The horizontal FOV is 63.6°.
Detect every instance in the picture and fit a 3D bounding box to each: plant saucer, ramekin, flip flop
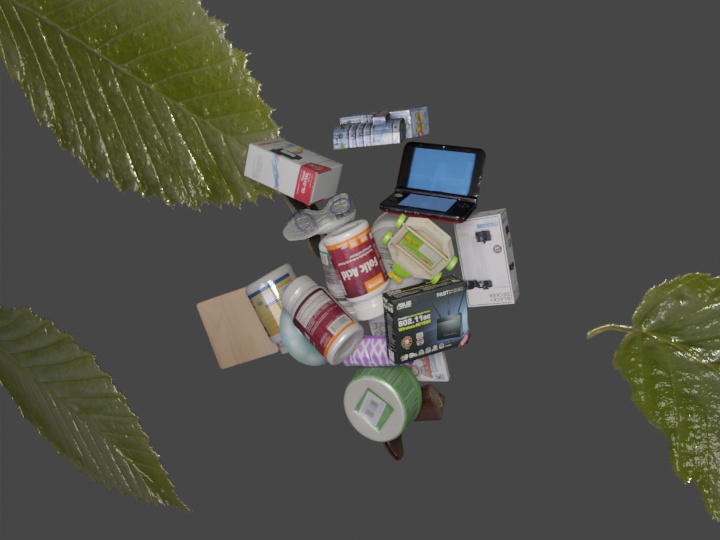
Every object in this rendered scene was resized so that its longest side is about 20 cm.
[{"bbox_3d":[-0.112,0.139,1.495,0.206,0.198,0.038,62,152,-5],"label":"plant saucer"},{"bbox_3d":[0.092,-0.040,1.387,0.196,0.094,0.210,9,112,24],"label":"ramekin"},{"bbox_3d":[-0.138,-0.127,1.492,0.204,0.080,0.057,59,150,-4],"label":"flip flop"},{"bbox_3d":[0.051,0.327,1.463,0.194,0.097,0.208,9,111,24],"label":"ramekin"}]

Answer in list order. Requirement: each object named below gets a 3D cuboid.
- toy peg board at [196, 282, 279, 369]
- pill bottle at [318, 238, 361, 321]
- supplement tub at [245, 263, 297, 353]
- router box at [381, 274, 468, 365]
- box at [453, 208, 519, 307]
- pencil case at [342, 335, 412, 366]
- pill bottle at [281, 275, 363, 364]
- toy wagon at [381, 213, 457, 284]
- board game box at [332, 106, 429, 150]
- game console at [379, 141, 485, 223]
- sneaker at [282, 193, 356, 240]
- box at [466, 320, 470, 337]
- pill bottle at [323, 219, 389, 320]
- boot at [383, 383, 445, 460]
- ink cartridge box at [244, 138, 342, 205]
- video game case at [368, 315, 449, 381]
[{"bbox_3d":[-0.340,0.150,1.687,0.193,0.098,0.206,-17,100,14],"label":"toy peg board"},{"bbox_3d":[-0.033,0.017,1.454,0.109,0.113,0.207,0,114,26],"label":"pill bottle"},{"bbox_3d":[-0.206,0.102,1.557,0.142,0.144,0.205,-25,95,31],"label":"supplement tub"},{"bbox_3d":[0.149,0.109,1.314,0.062,0.194,0.155,-152,51,-62],"label":"router box"},{"bbox_3d":[0.286,-0.026,1.312,0.113,0.060,0.207,-5,105,28],"label":"box"},{"bbox_3d":[0.041,0.189,1.424,0.193,0.084,0.089,-5,105,25],"label":"pencil case"},{"bbox_3d":[-0.094,0.114,1.385,0.200,0.113,0.116,43,122,23],"label":"pill bottle"},{"bbox_3d":[0.118,-0.037,1.270,0.154,0.040,0.200,38,145,-3],"label":"toy wagon"},{"bbox_3d":[0.051,-0.317,1.281,0.192,0.201,0.064,-4,108,12],"label":"board game box"},{"bbox_3d":[0.156,-0.195,1.260,0.194,0.172,0.123,10,116,23],"label":"game console"},{"bbox_3d":[-0.096,-0.114,1.426,0.193,0.087,0.077,-19,68,4],"label":"sneaker"},{"bbox_3d":[0.166,0.127,1.440,0.194,0.035,0.114,-12,102,29],"label":"box"},{"bbox_3d":[0.000,0.000,1.322,0.111,0.114,0.206,-15,104,29],"label":"pill bottle"},{"bbox_3d":[0.146,0.403,1.534,0.195,0.064,0.192,-18,100,26],"label":"boot"},{"bbox_3d":[-0.163,-0.245,1.417,0.195,0.145,0.085,25,116,16],"label":"ink cartridge box"},{"bbox_3d":[0.119,0.187,1.447,0.176,0.024,0.206,-4,115,27],"label":"video game case"}]
